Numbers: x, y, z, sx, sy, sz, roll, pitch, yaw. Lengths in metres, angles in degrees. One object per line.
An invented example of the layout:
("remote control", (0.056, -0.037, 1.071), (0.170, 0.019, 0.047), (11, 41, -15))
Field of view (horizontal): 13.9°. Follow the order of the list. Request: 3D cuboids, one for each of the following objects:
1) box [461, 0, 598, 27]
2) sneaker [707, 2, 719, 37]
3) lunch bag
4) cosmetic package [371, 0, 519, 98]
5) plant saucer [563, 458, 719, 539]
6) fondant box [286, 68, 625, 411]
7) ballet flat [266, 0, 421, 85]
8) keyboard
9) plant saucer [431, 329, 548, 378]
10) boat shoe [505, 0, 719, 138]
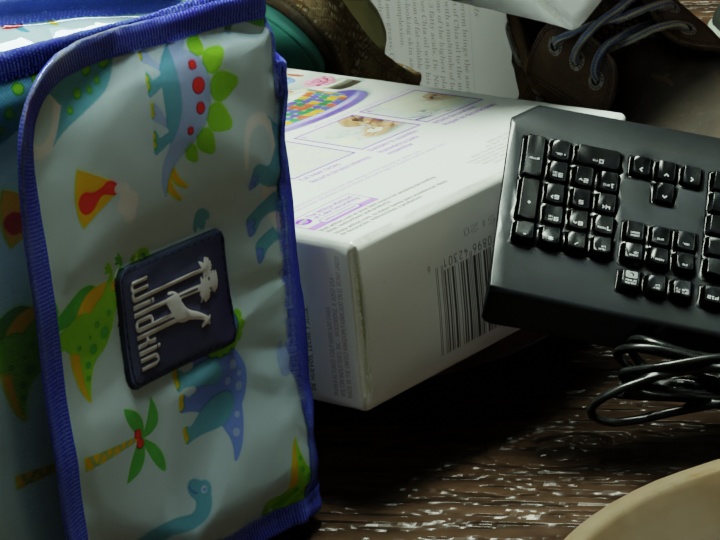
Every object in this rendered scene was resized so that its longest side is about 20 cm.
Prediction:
("box", (0.049, -0.170, 1.056), (0.125, 0.097, 0.200), (-52, 17, -2))
("sneaker", (0.245, -0.123, 1.280), (0.199, 0.088, 0.076), (2, 22, 25))
("lunch bag", (-0.111, 0.013, 0.851), (0.199, 0.171, 0.127), (-12, 19, -19))
("cosmetic package", (0.040, -0.121, 1.309), (0.071, 0.102, 0.200), (-20, 24, -38))
("plant saucer", (0.144, 0.092, 0.770), (0.199, 0.030, 0.200), (-4, 19, 1))
("fondant box", (-0.029, -0.018, 0.996), (0.199, 0.059, 0.144), (12, 26, 39))
("ballet flat", (-0.026, -0.094, 1.141), (0.070, 0.066, 0.200), (6, -18, 20))
("keyboard", (0.139, 0.004, 0.904), (0.199, 0.040, 0.105), (10, 64, -2))
("plant saucer", (0.000, 0.000, 1.071), (0.199, 0.035, 0.200), (-5, 20, 2))
("boat shoe", (0.094, -0.064, 1.048), (0.072, 0.073, 0.200), (-32, 21, -11))
